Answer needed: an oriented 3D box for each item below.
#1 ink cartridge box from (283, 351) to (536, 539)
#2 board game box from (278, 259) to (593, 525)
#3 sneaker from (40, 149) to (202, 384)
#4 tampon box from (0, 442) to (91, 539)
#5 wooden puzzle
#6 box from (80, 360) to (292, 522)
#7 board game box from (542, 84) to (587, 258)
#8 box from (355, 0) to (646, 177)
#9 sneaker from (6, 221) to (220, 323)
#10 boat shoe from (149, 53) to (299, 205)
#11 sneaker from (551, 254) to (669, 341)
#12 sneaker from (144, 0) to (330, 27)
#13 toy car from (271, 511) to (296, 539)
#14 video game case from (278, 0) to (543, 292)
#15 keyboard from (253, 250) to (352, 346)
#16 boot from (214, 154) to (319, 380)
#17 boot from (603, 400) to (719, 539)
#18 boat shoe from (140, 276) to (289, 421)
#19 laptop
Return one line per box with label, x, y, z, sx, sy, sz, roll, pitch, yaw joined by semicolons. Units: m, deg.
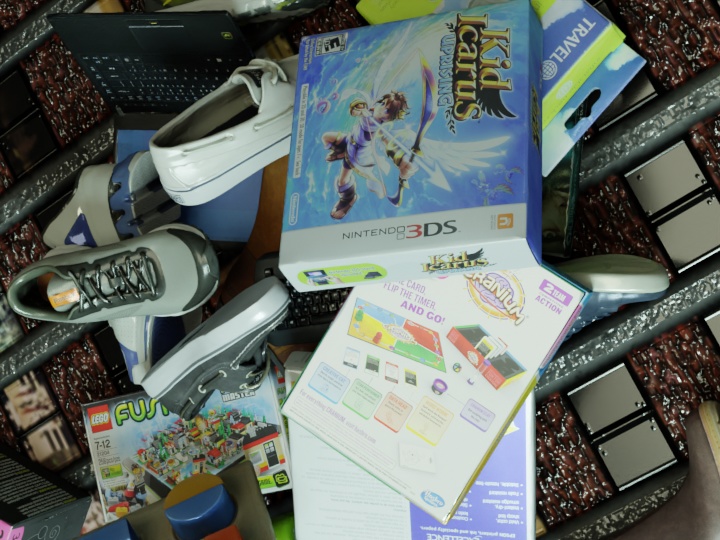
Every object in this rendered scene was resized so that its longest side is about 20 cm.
ink cartridge box;0.041;0.166;1.176;0.197;0.043;0.201;3;111;14
board game box;0.055;0.060;1.097;0.153;0.040;0.201;33;98;12
sneaker;-0.210;-0.009;1.294;0.115;0.080;0.201;5;110;32
tampon box;-0.378;0.238;1.366;0.199;0.126;0.151;26;104;21
wooden puzzle;-0.157;0.230;1.165;0.184;0.200;0.046;-24;119;-2
box;-0.145;0.150;1.304;0.199;0.035;0.111;-15;87;25
board game box;0.077;-0.087;1.188;0.199;0.028;0.136;7;96;25
box;0.104;-0.181;1.138;0.122;0.048;0.200;-49;66;9
sneaker;-0.198;0.012;1.198;0.199;0.079;0.074;-9;99;30
boat shoe;-0.078;-0.132;1.166;0.199;0.066;0.072;-32;47;-9
sneaker;0.145;0.040;1.148;0.199;0.075;0.085;-8;97;31
sneaker;-0.103;-0.246;1.235;0.199;0.074;0.085;-10;89;25
toy car;-0.130;0.299;1.216;0.164;0.200;0.159;-24;83;24
video game case;0.038;-0.091;1.067;0.180;0.045;0.201;-6;62;19
keyboard;0.000;0.000;1.149;0.199;0.040;0.105;-10;91;23
boot;-0.017;-0.001;1.212;0.188;0.068;0.201;30;110;26
boot;0.217;0.206;1.120;0.165;0.072;0.201;-11;93;23
boat shoe;-0.105;0.071;1.191;0.066;0.070;0.200;47;133;-7
laptop;-0.163;-0.115;1.255;0.176;0.200;0.104;3;58;24
